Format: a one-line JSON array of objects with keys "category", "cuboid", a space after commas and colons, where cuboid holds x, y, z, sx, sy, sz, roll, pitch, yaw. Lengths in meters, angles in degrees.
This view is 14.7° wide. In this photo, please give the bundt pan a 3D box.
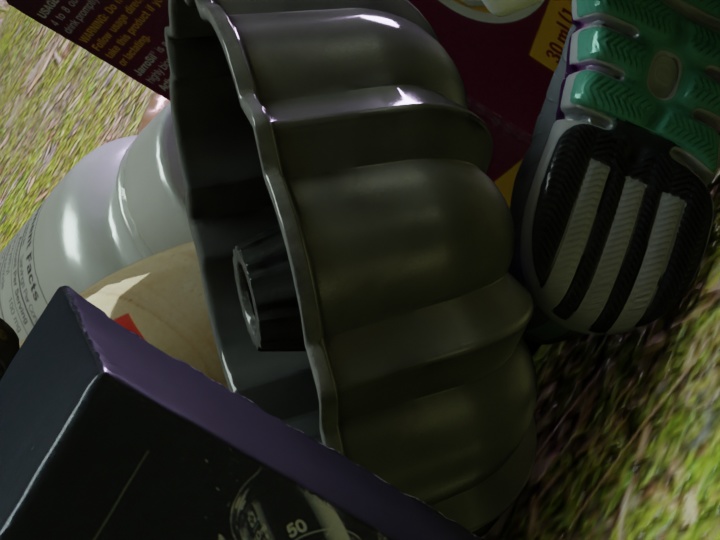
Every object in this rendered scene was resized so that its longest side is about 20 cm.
[{"category": "bundt pan", "cuboid": [0.000, 0.000, 0.858, 0.202, 0.076, 0.202, 167, 90, -80]}]

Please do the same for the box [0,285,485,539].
[{"category": "box", "cuboid": [-0.041, 0.139, 0.653, 0.200, 0.182, 0.104, -59, 14, 3]}]

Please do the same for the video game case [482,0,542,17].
[{"category": "video game case", "cuboid": [0.129, -0.158, 0.828, 0.200, 0.023, 0.182, -21, 28, 18]}]

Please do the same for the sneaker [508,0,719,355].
[{"category": "sneaker", "cuboid": [0.085, -0.067, 0.880, 0.200, 0.074, 0.088, -65, 11, -21]}]

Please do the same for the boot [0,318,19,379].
[{"category": "boot", "cuboid": [-0.151, 0.091, 0.992, 0.200, 0.174, 0.069, -54, 16, 21]}]

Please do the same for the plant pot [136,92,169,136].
[{"category": "plant pot", "cuboid": [-0.034, -0.132, 1.310, 0.200, 0.027, 0.200, -48, 14, 17]}]

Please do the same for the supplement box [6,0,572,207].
[{"category": "supplement box", "cuboid": [-0.007, -0.116, 1.026, 0.103, 0.200, 0.131, -39, 25, 56]}]

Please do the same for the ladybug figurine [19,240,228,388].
[{"category": "ladybug figurine", "cuboid": [-0.076, 0.066, 1.061, 0.200, 0.136, 0.072, -46, 46, 33]}]

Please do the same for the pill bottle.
[{"category": "pill bottle", "cuboid": [-0.094, 0.008, 1.210, 0.200, 0.114, 0.114, -44, 21, 45]}]
